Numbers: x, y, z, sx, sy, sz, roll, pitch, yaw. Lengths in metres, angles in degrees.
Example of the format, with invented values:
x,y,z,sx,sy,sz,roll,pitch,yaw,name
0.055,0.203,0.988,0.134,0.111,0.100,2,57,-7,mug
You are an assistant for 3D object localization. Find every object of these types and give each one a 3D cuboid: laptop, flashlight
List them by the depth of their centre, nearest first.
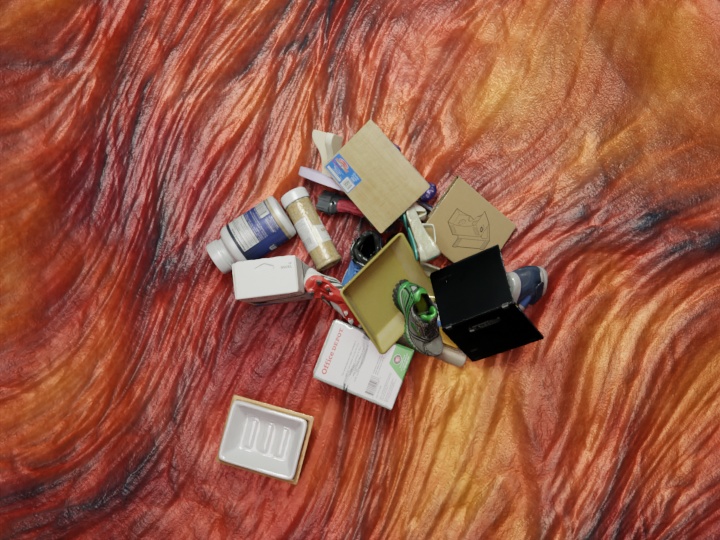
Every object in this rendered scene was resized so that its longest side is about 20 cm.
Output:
x,y,z,sx,sy,sz,roll,pitch,yaw,name
0.277,0.079,1.534,0.186,0.116,0.200,-24,123,35,laptop
-0.011,-0.140,1.625,0.199,0.068,0.068,15,84,24,flashlight

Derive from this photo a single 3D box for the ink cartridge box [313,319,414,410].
x,y,z,sx,sy,sz,roll,pitch,yaw,name
0.008,0.216,1.599,0.199,0.083,0.148,22,86,7,ink cartridge box

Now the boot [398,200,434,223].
x,y,z,sx,sy,sz,roll,pitch,yaw,name
0.097,-0.157,1.632,0.199,0.090,0.073,21,86,7,boot

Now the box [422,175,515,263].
x,y,z,sx,sy,sz,roll,pitch,yaw,name
0.247,-0.095,1.596,0.200,0.021,0.164,36,88,-22,box

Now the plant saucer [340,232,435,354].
x,y,z,sx,sy,sz,roll,pitch,yaw,name
0.057,0.049,1.537,0.200,0.048,0.201,-44,121,-19,plant saucer

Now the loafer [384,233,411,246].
x,y,z,sx,sy,sz,roll,pitch,yaw,name
0.083,0.015,1.624,0.073,0.072,0.201,31,107,43,loafer

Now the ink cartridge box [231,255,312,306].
x,y,z,sx,sy,sz,roll,pitch,yaw,name
-0.197,0.027,1.583,0.143,0.200,0.085,-8,82,5,ink cartridge box

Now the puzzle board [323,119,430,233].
x,y,z,sx,sy,sz,roll,pitch,yaw,name
0.035,-0.207,1.521,0.151,0.017,0.200,-42,84,14,puzzle board

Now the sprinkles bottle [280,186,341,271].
x,y,z,sx,sy,sz,roll,pitch,yaw,name
-0.119,-0.099,1.657,0.068,0.068,0.201,-28,82,1,sprinkles bottle

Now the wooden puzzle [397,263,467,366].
x,y,z,sx,sy,sz,roll,pitch,yaw,name
0.190,0.102,1.619,0.184,0.037,0.201,21,86,7,wooden puzzle

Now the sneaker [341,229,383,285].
x,y,z,sx,sy,sz,roll,pitch,yaw,name
-0.001,-0.001,1.612,0.076,0.111,0.201,22,86,7,sneaker

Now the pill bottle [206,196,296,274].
x,y,z,sx,sy,sz,roll,pitch,yaw,name
-0.263,-0.079,1.647,0.199,0.111,0.112,-33,81,1,pill bottle

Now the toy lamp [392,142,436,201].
x,y,z,sx,sy,sz,roll,pitch,yaw,name
0.101,-0.233,1.595,0.058,0.200,0.059,-26,44,28,toy lamp

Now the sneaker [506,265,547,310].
x,y,z,sx,sy,sz,roll,pitch,yaw,name
0.364,0.078,1.587,0.081,0.146,0.201,46,133,40,sneaker

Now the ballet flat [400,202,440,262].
x,y,z,sx,sy,sz,roll,pitch,yaw,name
0.127,-0.102,1.531,0.062,0.068,0.201,-15,60,-3,ballet flat

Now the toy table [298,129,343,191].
x,y,z,sx,sy,sz,roll,pitch,yaw,name
-0.043,-0.253,1.625,0.199,0.184,0.118,19,100,12,toy table

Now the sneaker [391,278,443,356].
x,y,z,sx,sy,sz,roll,pitch,yaw,name
0.138,0.116,1.528,0.078,0.085,0.201,-39,120,-21,sneaker

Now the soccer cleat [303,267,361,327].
x,y,z,sx,sy,sz,roll,pitch,yaw,name
-0.047,0.060,1.585,0.199,0.085,0.069,32,107,-24,soccer cleat

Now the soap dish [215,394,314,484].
x,y,z,sx,sy,sz,roll,pitch,yaw,name
-0.218,0.390,1.601,0.198,0.081,0.159,14,85,7,soap dish
